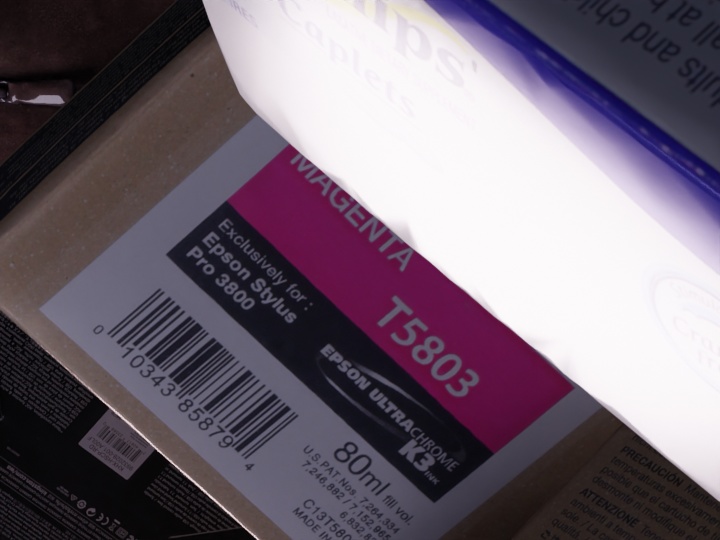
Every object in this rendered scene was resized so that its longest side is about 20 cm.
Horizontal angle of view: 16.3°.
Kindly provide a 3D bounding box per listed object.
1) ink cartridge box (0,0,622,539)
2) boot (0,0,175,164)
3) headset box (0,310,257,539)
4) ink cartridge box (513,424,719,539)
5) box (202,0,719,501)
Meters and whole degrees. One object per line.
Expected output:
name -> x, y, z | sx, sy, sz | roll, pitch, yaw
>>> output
ink cartridge box -> 0.000, 0.000, 0.805 | 0.200, 0.165, 0.075 | 43, -159, -18
boot -> -0.049, -0.029, 0.872 | 0.072, 0.165, 0.201 | -102, 9, -69
headset box -> -0.117, 0.031, 0.919 | 0.148, 0.075, 0.200 | 39, -172, -28
ink cartridge box -> 0.150, 0.101, 0.690 | 0.200, 0.165, 0.075 | 32, 159, 46
box -> 0.097, -0.070, 0.436 | 0.184, 0.200, 0.105 | 40, 161, 28
